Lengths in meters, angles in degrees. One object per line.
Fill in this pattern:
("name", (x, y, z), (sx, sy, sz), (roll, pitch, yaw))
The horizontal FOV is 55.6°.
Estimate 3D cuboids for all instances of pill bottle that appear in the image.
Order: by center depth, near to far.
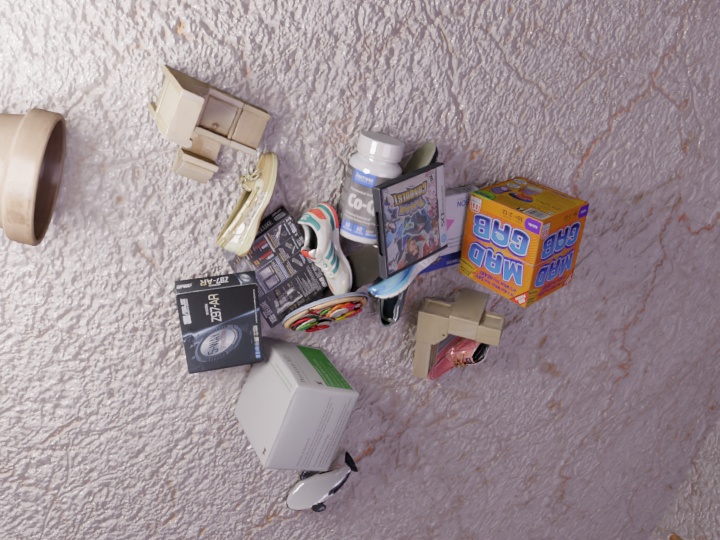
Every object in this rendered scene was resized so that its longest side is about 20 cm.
("pill bottle", (0.021, -0.168, 1.380), (0.111, 0.114, 0.205), (0, 115, -31))

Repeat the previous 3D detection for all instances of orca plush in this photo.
("orca plush", (-0.101, 0.537, 1.739), (0.105, 0.071, 0.200), (44, 82, 4))

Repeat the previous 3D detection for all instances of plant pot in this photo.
("plant pot", (-0.543, -0.151, 1.002), (0.170, 0.201, 0.205), (11, 111, -17))

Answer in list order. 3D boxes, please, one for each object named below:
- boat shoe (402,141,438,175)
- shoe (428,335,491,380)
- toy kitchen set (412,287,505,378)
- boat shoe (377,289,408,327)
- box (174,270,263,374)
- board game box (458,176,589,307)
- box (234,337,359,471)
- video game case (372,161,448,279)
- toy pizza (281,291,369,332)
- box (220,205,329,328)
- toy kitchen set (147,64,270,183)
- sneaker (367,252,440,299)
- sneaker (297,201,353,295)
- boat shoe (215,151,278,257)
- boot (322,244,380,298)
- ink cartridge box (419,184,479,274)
("boat shoe", (0.121, -0.171, 1.452), (0.065, 0.074, 0.204), (29, 84, -30))
("shoe", (0.251, 0.219, 1.751), (0.200, 0.091, 0.072), (-46, 130, -2))
("toy kitchen set", (0.248, 0.162, 1.679), (0.163, 0.194, 0.186), (-49, 147, -59))
("boat shoe", (0.076, 0.035, 1.542), (0.062, 0.071, 0.205), (-54, 155, -60))
("box", (-0.276, 0.104, 1.351), (0.155, 0.044, 0.205), (-7, 126, -13))
("board game box", (0.372, -0.073, 1.570), (0.197, 0.198, 0.205), (-20, 126, -39))
("box", (-0.142, 0.288, 1.471), (0.168, 0.199, 0.205), (14, 107, -36))
("video game case", (0.105, -0.103, 1.376), (0.197, 0.025, 0.186), (-26, 120, -39))
("toy pizza", (-0.071, 0.095, 1.440), (0.195, 0.033, 0.201), (-18, 166, -4))
("box", (-0.170, -0.003, 1.391), (0.156, 0.050, 0.202), (-36, 129, -10))
("toy kitchen set", (-0.252, -0.208, 1.142), (0.196, 0.181, 0.166), (17, 107, -32))
("sneaker", (0.081, -0.019, 1.468), (0.200, 0.078, 0.091), (-44, 109, -20))
("sneaker", (-0.079, -0.029, 1.372), (0.093, 0.069, 0.205), (-31, 118, -40))
("boat shoe", (-0.208, -0.130, 1.272), (0.061, 0.073, 0.205), (20, 86, -23))
("boot", (0.000, 0.000, 1.444), (0.199, 0.075, 0.075), (-38, 172, 40))
("ink cartridge box", (0.183, -0.081, 1.578), (0.192, 0.043, 0.205), (-15, 121, -25))
